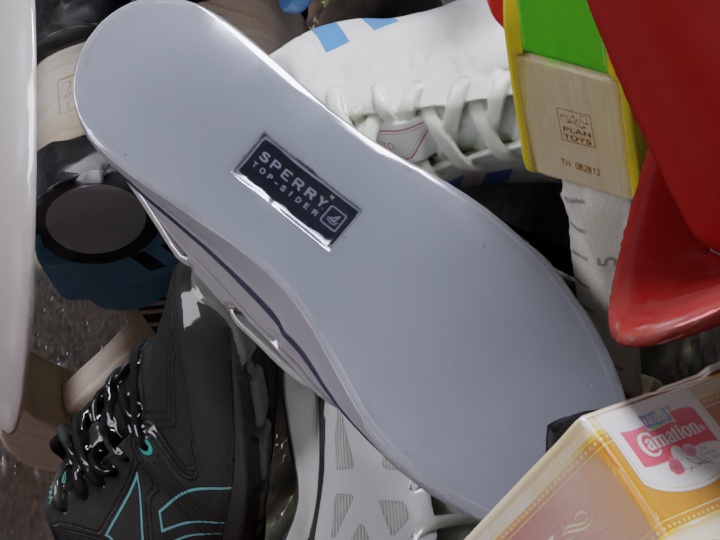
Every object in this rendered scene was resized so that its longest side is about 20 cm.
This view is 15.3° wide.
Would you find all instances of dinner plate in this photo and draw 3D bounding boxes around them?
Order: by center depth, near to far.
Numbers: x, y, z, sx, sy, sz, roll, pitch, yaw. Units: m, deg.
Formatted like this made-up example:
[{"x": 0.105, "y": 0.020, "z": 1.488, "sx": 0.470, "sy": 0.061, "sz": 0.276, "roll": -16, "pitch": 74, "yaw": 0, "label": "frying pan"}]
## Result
[{"x": -0.135, "y": -0.041, "z": 0.971, "sx": 0.200, "sy": 0.024, "sz": 0.201, "roll": -178, "pitch": 90, "yaw": -78, "label": "dinner plate"}]

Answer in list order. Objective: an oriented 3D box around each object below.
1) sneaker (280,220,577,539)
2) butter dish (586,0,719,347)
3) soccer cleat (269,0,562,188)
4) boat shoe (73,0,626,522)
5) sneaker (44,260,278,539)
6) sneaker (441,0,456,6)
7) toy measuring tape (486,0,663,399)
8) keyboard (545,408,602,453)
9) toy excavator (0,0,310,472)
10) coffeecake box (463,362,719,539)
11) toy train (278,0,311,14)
[{"x": 0.028, "y": 0.056, "z": 0.802, "sx": 0.116, "sy": 0.075, "sz": 0.201, "roll": -56, "pitch": 30, "yaw": 36, "label": "sneaker"}, {"x": 0.114, "y": -0.108, "z": 0.547, "sx": 0.199, "sy": 0.148, "sz": 0.200, "roll": -28, "pitch": 20, "yaw": 29, "label": "butter dish"}, {"x": 0.028, "y": -0.047, "z": 0.814, "sx": 0.200, "sy": 0.086, "sz": 0.070, "roll": -8, "pitch": 109, "yaw": 51, "label": "soccer cleat"}, {"x": 0.000, "y": 0.000, "z": 0.773, "sx": 0.074, "sy": 0.200, "sz": 0.065, "roll": -41, "pitch": -12, "yaw": -7, "label": "boat shoe"}, {"x": -0.068, "y": 0.069, "z": 0.899, "sx": 0.201, "sy": 0.079, "sz": 0.076, "roll": 98, "pitch": 177, "yaw": -46, "label": "sneaker"}, {"x": 0.091, "y": -0.155, "z": 0.818, "sx": 0.200, "sy": 0.073, "sz": 0.116, "roll": -54, "pitch": 11, "yaw": 55, "label": "sneaker"}, {"x": 0.076, "y": -0.049, "z": 0.733, "sx": 0.074, "sy": 0.073, "sz": 0.201, "roll": -110, "pitch": 6, "yaw": -49, "label": "toy measuring tape"}, {"x": 0.075, "y": 0.133, "z": 0.709, "sx": 0.104, "sy": 0.039, "sz": 0.201, "roll": 12, "pitch": 101, "yaw": 56, "label": "keyboard"}, {"x": -0.076, "y": -0.008, "z": 1.022, "sx": 0.194, "sy": 0.200, "sz": 0.100, "roll": -18, "pitch": 48, "yaw": 9, "label": "toy excavator"}, {"x": 0.082, "y": 0.145, "z": 0.566, "sx": 0.200, "sy": 0.073, "sz": 0.154, "roll": 56, "pitch": 132, "yaw": 19, "label": "coffeecake box"}, {"x": -0.045, "y": -0.168, "z": 0.913, "sx": 0.200, "sy": 0.086, "sz": 0.115, "roll": -108, "pitch": 32, "yaw": -61, "label": "toy train"}]
